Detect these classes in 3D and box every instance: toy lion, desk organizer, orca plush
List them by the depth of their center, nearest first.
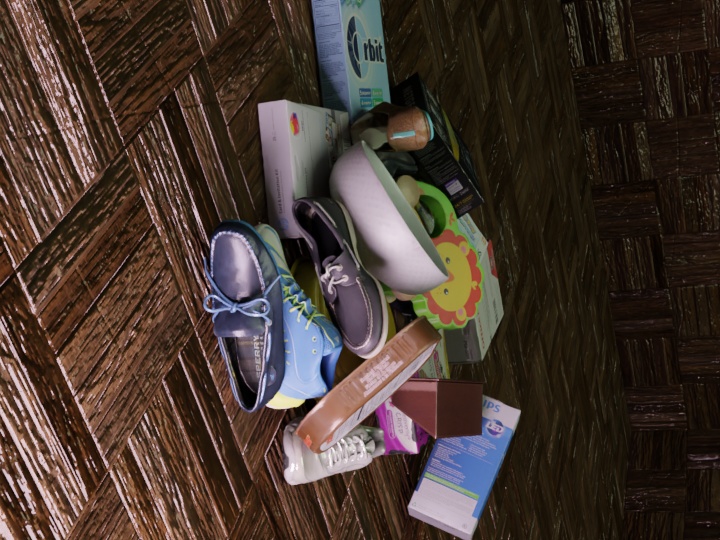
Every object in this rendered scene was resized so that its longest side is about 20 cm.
[{"bbox_3d":[0.108,0.188,1.574,0.199,0.071,0.078,15,75,-65],"label":"desk organizer"},{"bbox_3d":[0.101,-0.020,1.621,0.190,0.068,0.203,8,77,-40],"label":"toy lion"},{"bbox_3d":[0.091,0.022,1.730,0.200,0.070,0.107,28,59,-66],"label":"orca plush"}]

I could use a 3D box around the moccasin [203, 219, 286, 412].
[{"bbox_3d":[-0.111,0.050,1.159,0.068,0.079,0.203,-58,139,-60],"label":"moccasin"}]

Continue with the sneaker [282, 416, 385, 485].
[{"bbox_3d":[-0.032,0.207,1.347,0.200,0.080,0.076,-1,88,-68],"label":"sneaker"}]

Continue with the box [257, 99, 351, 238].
[{"bbox_3d":[-0.059,-0.120,1.393,0.200,0.041,0.159,-12,97,-71],"label":"box"}]

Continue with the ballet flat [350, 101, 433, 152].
[{"bbox_3d":[0.028,-0.175,1.456,0.200,0.071,0.069,-150,-134,-71],"label":"ballet flat"}]

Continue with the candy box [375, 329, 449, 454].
[{"bbox_3d":[0.078,0.169,1.677,0.200,0.060,0.139,-37,120,-67],"label":"candy box"}]

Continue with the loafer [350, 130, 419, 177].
[{"bbox_3d":[0.033,-0.165,1.615,0.200,0.072,0.073,-22,102,-70],"label":"loafer"}]

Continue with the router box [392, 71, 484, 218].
[{"bbox_3d":[0.115,-0.190,1.721,0.158,0.052,0.201,53,15,-25],"label":"router box"}]

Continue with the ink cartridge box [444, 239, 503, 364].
[{"bbox_3d":[0.176,0.051,1.936,0.200,0.082,0.149,-49,131,-63],"label":"ink cartridge box"}]

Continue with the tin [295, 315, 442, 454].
[{"bbox_3d":[0.012,0.127,1.274,0.199,0.042,0.112,-39,163,-20],"label":"tin"}]

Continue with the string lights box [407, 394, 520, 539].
[{"bbox_3d":[0.156,0.285,1.706,0.059,0.102,0.202,79,35,-66],"label":"string lights box"}]

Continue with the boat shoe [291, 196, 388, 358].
[{"bbox_3d":[-0.029,0.004,1.253,0.062,0.072,0.202,17,45,-48],"label":"boat shoe"}]

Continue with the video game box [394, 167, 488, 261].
[{"bbox_3d":[0.111,-0.069,1.739,0.201,0.046,0.183,54,28,-15],"label":"video game box"}]

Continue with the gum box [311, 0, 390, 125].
[{"bbox_3d":[-0.012,-0.298,1.555,0.170,0.044,0.203,-23,108,-69],"label":"gum box"}]

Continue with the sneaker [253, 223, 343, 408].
[{"bbox_3d":[-0.067,0.048,1.242,0.076,0.104,0.203,-23,107,-66],"label":"sneaker"}]

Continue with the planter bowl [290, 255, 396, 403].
[{"bbox_3d":[-0.009,0.071,1.380,0.200,0.082,0.203,-16,90,-72],"label":"planter bowl"}]

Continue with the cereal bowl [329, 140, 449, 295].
[{"bbox_3d":[0.022,-0.052,1.379,0.201,0.083,0.200,57,8,-12],"label":"cereal bowl"}]
